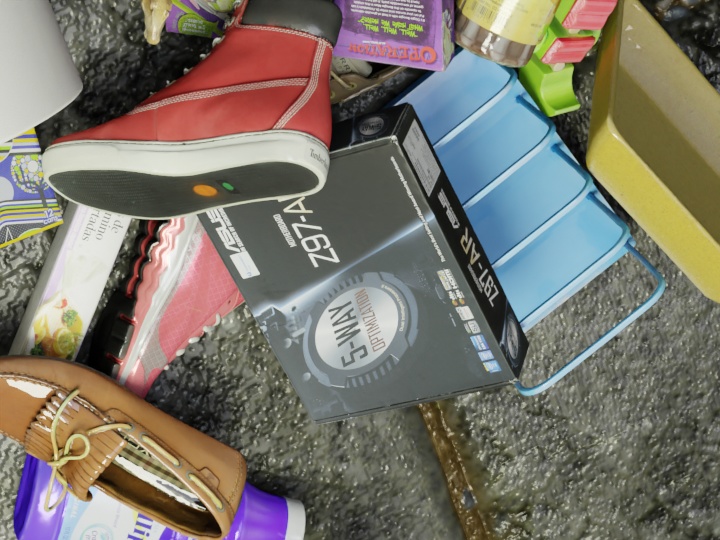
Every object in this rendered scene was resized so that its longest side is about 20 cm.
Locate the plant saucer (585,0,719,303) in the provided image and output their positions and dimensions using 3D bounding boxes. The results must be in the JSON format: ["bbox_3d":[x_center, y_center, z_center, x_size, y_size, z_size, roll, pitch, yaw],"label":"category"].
[{"bbox_3d":[0.225,-0.077,1.325,0.048,0.201,0.200,-33,114,29],"label":"plant saucer"}]

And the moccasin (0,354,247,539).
[{"bbox_3d":[-0.172,0.120,1.220,0.201,0.078,0.074,32,126,-15],"label":"moccasin"}]

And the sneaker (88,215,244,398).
[{"bbox_3d":[-0.121,0.023,1.273,0.086,0.074,0.201,21,94,-23],"label":"sneaker"}]

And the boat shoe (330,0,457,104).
[{"bbox_3d":[-0.014,-0.154,1.274,0.199,0.066,0.074,-32,109,-9],"label":"boat shoe"}]

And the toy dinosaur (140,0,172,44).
[{"bbox_3d":[-0.167,-0.245,1.187,0.058,0.101,0.201,-33,109,-8],"label":"toy dinosaur"}]

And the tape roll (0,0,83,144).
[{"bbox_3d":[-0.284,-0.136,1.119,0.202,0.203,0.140,-24,107,-12],"label":"tape roll"}]

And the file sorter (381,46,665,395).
[{"bbox_3d":[0.099,-0.037,1.294,0.139,0.123,0.200,-38,109,2],"label":"file sorter"}]

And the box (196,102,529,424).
[{"bbox_3d":[0.000,0.000,1.228,0.159,0.044,0.201,-13,120,27],"label":"box"}]

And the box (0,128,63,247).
[{"bbox_3d":[-0.295,-0.029,1.180,0.199,0.064,0.071,-25,108,-31],"label":"box"}]

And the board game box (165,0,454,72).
[{"bbox_3d":[-0.037,-0.198,1.197,0.199,0.032,0.121,11,124,17],"label":"board game box"}]

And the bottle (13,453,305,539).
[{"bbox_3d":[-0.138,0.168,1.300,0.199,0.065,0.084,13,97,-20],"label":"bottle"}]

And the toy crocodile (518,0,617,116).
[{"bbox_3d":[0.153,-0.195,1.289,0.067,0.062,0.201,-8,139,-30],"label":"toy crocodile"}]

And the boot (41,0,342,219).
[{"bbox_3d":[-0.106,-0.114,1.188,0.072,0.199,0.145,46,44,-56],"label":"boot"}]

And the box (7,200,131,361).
[{"bbox_3d":[-0.196,0.007,1.262,0.038,0.041,0.201,21,93,-21],"label":"box"}]

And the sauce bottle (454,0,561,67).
[{"bbox_3d":[0.123,-0.230,1.198,0.064,0.065,0.201,17,115,-20],"label":"sauce bottle"}]
